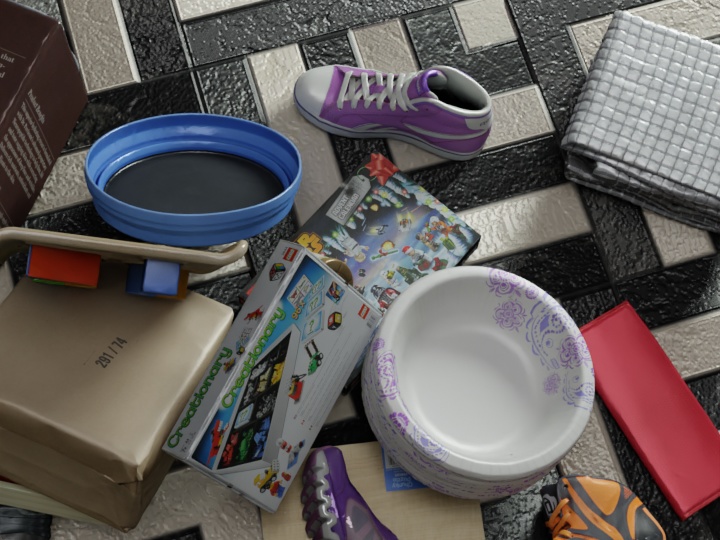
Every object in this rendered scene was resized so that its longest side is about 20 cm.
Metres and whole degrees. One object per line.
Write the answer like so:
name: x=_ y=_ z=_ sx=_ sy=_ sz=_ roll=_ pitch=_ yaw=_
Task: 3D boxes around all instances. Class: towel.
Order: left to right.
towel: x=0.306 y=-0.140 z=1.310 sx=0.200 sy=0.086 sz=0.166 roll=20 pitch=73 yaw=2

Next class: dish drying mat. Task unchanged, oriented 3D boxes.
dish drying mat: x=0.275 y=0.129 z=1.249 sx=0.077 sy=0.018 sz=0.200 roll=-29 pitch=76 yaw=-11

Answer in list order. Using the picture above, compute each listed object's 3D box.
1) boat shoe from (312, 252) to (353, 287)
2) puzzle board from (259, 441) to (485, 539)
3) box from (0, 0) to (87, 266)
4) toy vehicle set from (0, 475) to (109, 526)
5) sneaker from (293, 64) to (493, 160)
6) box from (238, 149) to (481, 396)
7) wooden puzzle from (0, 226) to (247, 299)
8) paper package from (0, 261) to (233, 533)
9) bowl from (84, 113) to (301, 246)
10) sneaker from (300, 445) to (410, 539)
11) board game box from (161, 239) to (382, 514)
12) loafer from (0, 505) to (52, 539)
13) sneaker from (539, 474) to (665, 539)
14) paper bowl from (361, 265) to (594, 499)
boat shoe: x=-0.067 y=0.080 z=1.194 sx=0.065 sy=0.072 sz=0.200 roll=17 pitch=91 yaw=44
puzzle board: x=0.011 y=0.231 z=1.202 sx=0.200 sy=0.017 sz=0.151 roll=-6 pitch=70 yaw=-5
box: x=-0.377 y=-0.140 z=1.230 sx=0.164 sy=0.166 sz=0.200 roll=21 pitch=71 yaw=5
toy vehicle set: x=-0.296 y=0.150 z=1.180 sx=0.200 sy=0.027 sz=0.124 roll=11 pitch=44 yaw=0
sneaker: x=0.032 y=-0.175 z=1.291 sx=0.200 sy=0.114 sz=0.073 roll=12 pitch=72 yaw=3
box: x=0.000 y=0.000 z=1.267 sx=0.137 sy=0.040 sz=0.200 roll=39 pitch=74 yaw=11
wooden puzzle: x=-0.201 y=-0.003 z=1.090 sx=0.200 sy=0.185 sz=0.046 roll=3 pitch=87 yaw=-11
paper package: x=-0.233 y=0.094 z=1.151 sx=0.190 sy=0.104 sz=0.200 roll=23 pitch=45 yaw=5
bowl: x=-0.154 y=-0.085 z=1.235 sx=0.200 sy=0.039 sz=0.201 roll=3 pitch=33 yaw=-2
sneaker: x=0.008 y=0.246 z=1.152 sx=0.088 sy=0.080 sz=0.201 roll=-14 pitch=76 yaw=-15
board game box: x=-0.069 y=0.091 z=1.122 sx=0.035 sy=0.126 sz=0.200 roll=18 pitch=73 yaw=43
loafer: x=-0.369 y=0.245 z=1.151 sx=0.199 sy=0.073 sz=0.072 roll=-3 pitch=75 yaw=-3
sneaker: x=0.170 y=0.252 z=1.179 sx=0.200 sy=0.078 sz=0.112 roll=-21 pitch=69 yaw=-21
paper bowl: x=0.099 y=0.106 z=1.190 sx=0.200 sy=0.104 sz=0.201 roll=6 pitch=62 yaw=-11
